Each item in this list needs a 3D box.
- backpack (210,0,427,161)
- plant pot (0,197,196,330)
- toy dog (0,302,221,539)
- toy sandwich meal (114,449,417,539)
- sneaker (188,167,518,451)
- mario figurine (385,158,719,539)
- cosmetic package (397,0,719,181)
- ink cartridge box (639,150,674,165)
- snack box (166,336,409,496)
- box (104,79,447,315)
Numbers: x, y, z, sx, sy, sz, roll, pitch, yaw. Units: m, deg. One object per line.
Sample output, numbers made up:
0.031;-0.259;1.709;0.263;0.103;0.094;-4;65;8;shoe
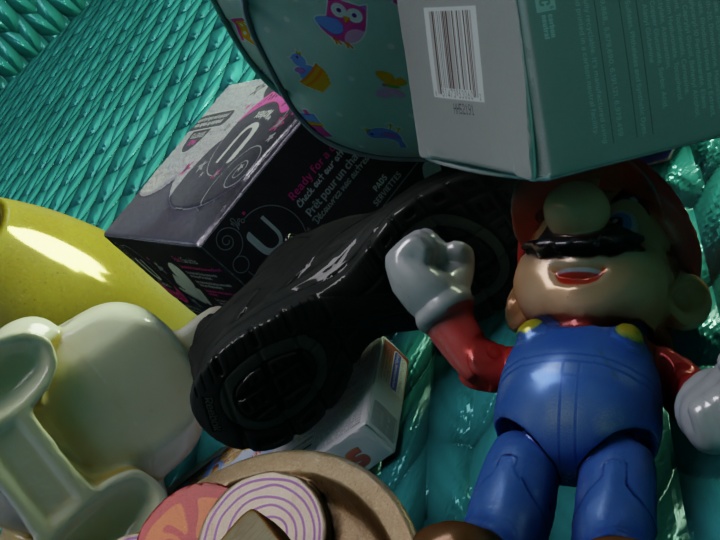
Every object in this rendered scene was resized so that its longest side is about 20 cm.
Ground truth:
0.022;-0.140;0.677;0.199;0.176;0.154;5;53;33;backpack
-0.226;0.037;0.994;0.200;0.142;0.200;-26;35;20;plant pot
-0.173;0.078;0.827;0.194;0.140;0.200;-50;14;-21;toy dog
-0.058;0.146;0.558;0.205;0.070;0.206;-23;45;26;toy sandwich meal
0.000;0.000;0.714;0.200;0.076;0.091;-30;27;-4;sneaker
0.071;0.024;0.522;0.106;0.123;0.200;122;168;-46;mario figurine
0.123;-0.095;0.545;0.199;0.091;0.107;-11;11;-17;cosmetic package
0.152;-0.130;0.757;0.099;0.039;0.200;-14;39;56;ink cartridge box
-0.058;0.110;0.754;0.200;0.024;0.072;-37;22;27;snack box
-0.045;-0.032;0.859;0.132;0.115;0.200;-52;21;-12;box
